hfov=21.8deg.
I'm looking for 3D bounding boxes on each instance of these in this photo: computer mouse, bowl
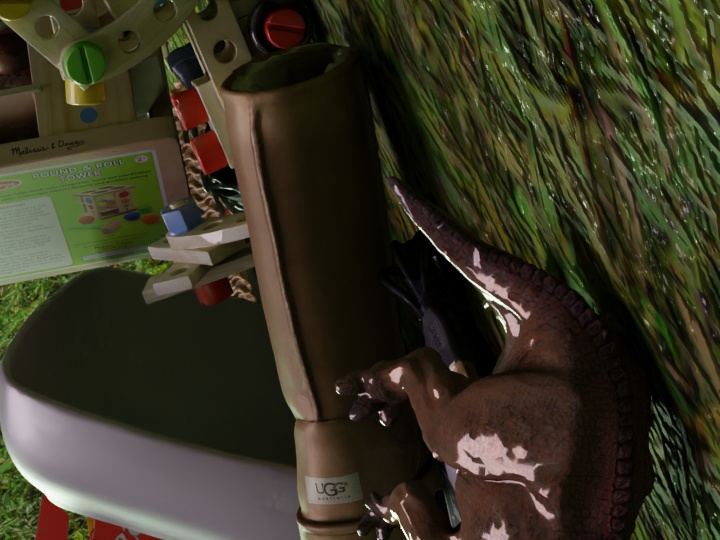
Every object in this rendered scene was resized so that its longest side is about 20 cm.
[{"bbox_3d":[0.058,0.086,0.756,0.110,0.044,0.200,-121,13,-51],"label":"computer mouse"},{"bbox_3d":[-0.077,0.079,0.947,0.200,0.199,0.075,-67,-8,-72],"label":"bowl"}]

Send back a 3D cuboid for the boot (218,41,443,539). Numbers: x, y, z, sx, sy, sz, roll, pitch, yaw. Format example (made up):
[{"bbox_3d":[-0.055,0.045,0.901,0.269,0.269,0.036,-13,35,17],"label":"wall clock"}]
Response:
[{"bbox_3d":[0.000,0.000,0.796,0.175,0.066,0.200,-62,-36,-70],"label":"boot"}]

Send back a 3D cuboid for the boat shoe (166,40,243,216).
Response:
[{"bbox_3d":[-0.060,-0.065,1.008,0.075,0.062,0.200,60,171,24],"label":"boat shoe"}]

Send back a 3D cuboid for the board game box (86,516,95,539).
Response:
[{"bbox_3d":[-0.045,0.195,1.204,0.200,0.200,0.200,66,173,-11],"label":"board game box"}]

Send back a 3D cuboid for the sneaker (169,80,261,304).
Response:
[{"bbox_3d":[-0.068,-0.032,1.136,0.090,0.075,0.200,-4,-91,-58],"label":"sneaker"}]

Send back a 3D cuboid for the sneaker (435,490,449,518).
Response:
[{"bbox_3d":[0.046,0.224,1.056,0.116,0.078,0.200,-165,62,-78],"label":"sneaker"}]

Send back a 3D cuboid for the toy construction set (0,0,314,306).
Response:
[{"bbox_3d":[-0.077,-0.070,0.849,0.092,0.131,0.200,-126,13,-57],"label":"toy construction set"}]

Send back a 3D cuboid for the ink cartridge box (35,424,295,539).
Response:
[{"bbox_3d":[-0.072,0.123,1.018,0.047,0.200,0.160,107,169,-45],"label":"ink cartridge box"}]

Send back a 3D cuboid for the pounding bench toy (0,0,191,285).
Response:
[{"bbox_3d":[-0.200,-0.089,1.000,0.124,0.200,0.156,87,172,-64],"label":"pounding bench toy"}]

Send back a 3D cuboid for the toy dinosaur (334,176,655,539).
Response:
[{"bbox_3d":[0.060,0.068,0.564,0.136,0.086,0.200,-158,60,-64],"label":"toy dinosaur"}]
